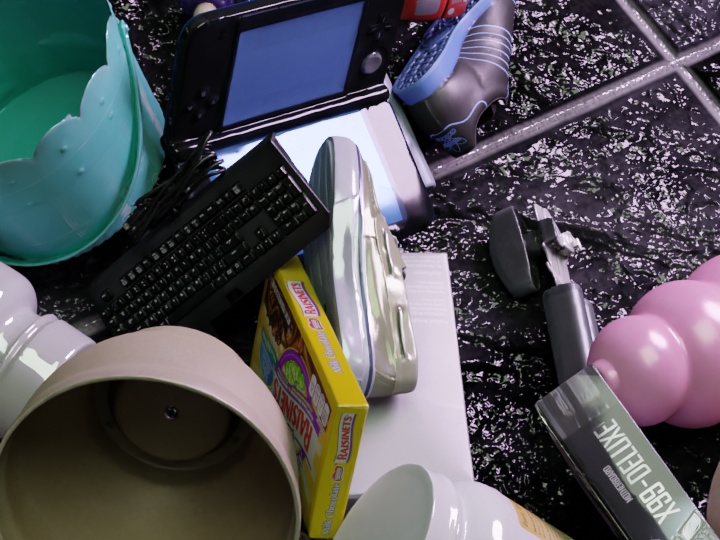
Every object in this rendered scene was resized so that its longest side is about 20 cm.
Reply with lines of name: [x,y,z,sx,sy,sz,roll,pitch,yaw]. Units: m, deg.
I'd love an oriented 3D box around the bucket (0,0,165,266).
bucket: [-0.245,-0.111,1.305,0.205,0.135,0.209,-10,57,16]

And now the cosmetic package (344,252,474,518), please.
cosmetic package: [0.017,0.090,1.288,0.106,0.090,0.202,2,59,-7]

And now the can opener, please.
can opener: [0.149,0.038,1.373,0.066,0.053,0.201,-24,56,16]

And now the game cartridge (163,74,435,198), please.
game cartridge: [-0.047,-0.098,1.391,0.199,0.040,0.134,-18,75,-33]

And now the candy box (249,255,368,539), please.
candy box: [-0.038,0.081,1.223,0.026,0.103,0.200,1,28,-17]

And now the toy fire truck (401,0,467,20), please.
toy fire truck: [-0.020,-0.251,1.490,0.140,0.049,0.200,-14,32,-34]

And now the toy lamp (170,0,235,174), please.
toy lamp: [-0.126,-0.148,1.437,0.058,0.058,0.202,2,55,-9]

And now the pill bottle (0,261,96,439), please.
pill bottle: [-0.287,0.037,1.249,0.199,0.115,0.115,30,57,10]

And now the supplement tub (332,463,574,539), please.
supplement tub: [0.083,0.222,1.136,0.199,0.144,0.145,34,53,-20]

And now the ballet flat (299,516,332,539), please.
ballet flat: [-0.009,0.247,1.190,0.067,0.046,0.201,-37,67,10]

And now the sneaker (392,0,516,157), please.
sneaker: [0.092,-0.169,1.488,0.078,0.070,0.200,52,43,-17]

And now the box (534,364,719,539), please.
box: [0.191,0.163,1.199,0.050,0.200,0.158,-35,66,0]

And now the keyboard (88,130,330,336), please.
keyboard: [-0.121,-0.017,1.264,0.104,0.200,0.040,52,25,-1]

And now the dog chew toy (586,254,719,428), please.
dog chew toy: [0.247,0.058,1.312,0.199,0.125,0.125,-15,60,-31]

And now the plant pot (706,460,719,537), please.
plant pot: [0.318,0.170,1.242,0.134,0.201,0.201,9,46,40]

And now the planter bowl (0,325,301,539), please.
planter bowl: [-0.132,0.119,1.192,0.198,0.202,0.135,11,29,-2]

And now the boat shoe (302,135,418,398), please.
boat shoe: [0.000,0.000,1.263,0.061,0.072,0.202,6,63,-21]

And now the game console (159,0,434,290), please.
game console: [-0.032,-0.105,1.316,0.199,0.172,0.118,-20,53,-33]
